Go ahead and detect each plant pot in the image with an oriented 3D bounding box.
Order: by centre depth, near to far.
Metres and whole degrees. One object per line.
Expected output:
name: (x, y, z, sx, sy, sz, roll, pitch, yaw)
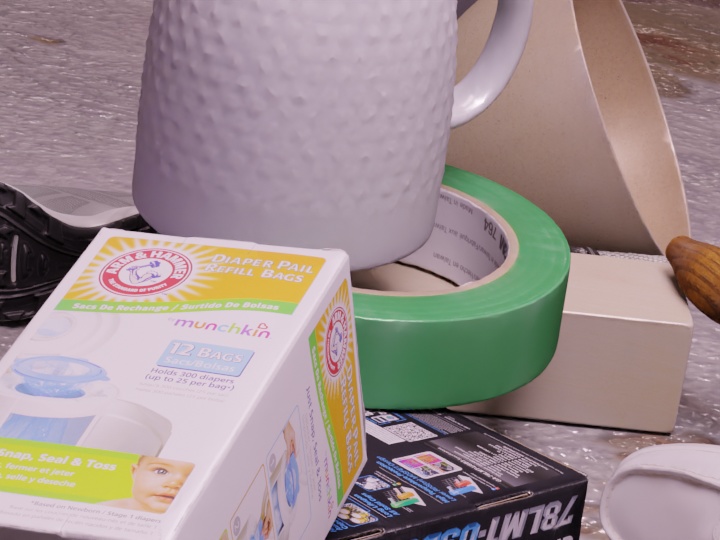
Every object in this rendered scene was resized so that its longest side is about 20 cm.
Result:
plant pot: (0.097, -0.075, 1.624, 0.134, 0.201, 0.200, -18, 11, 16)

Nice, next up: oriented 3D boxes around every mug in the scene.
mug: (-0.005, -0.112, 1.307, 0.199, 0.176, 0.148, -8, 29, -31)

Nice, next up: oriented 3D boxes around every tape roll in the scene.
tape roll: (0.000, 0.000, 1.335, 0.199, 0.048, 0.201, 6, 25, -3)

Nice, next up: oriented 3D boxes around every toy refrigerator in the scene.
toy refrigerator: (0.064, 0.032, 1.427, 0.198, 0.070, 0.076, 5, 24, -5)

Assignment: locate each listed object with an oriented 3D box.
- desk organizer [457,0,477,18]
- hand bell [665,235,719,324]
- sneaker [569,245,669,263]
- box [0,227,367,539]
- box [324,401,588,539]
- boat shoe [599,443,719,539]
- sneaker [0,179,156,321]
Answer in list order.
desk organizer: (0.114, -0.115, 1.893, 0.071, 0.077, 0.200, -26, 37, 2)
hand bell: (0.208, 0.035, 1.358, 0.103, 0.105, 0.200, -2, 29, -27)
sneaker: (0.084, 0.000, 1.506, 0.199, 0.086, 0.078, 3, 18, -15)
box: (-0.080, 0.079, 1.052, 0.112, 0.102, 0.200, 6, 33, 19)
box: (-0.037, 0.092, 1.223, 0.198, 0.050, 0.199, -11, 25, -42)
boat shoe: (0.174, 0.127, 1.161, 0.199, 0.071, 0.069, 22, 20, 35)
sneaker: (-0.170, -0.012, 1.480, 0.199, 0.075, 0.079, 6, 7, -24)
